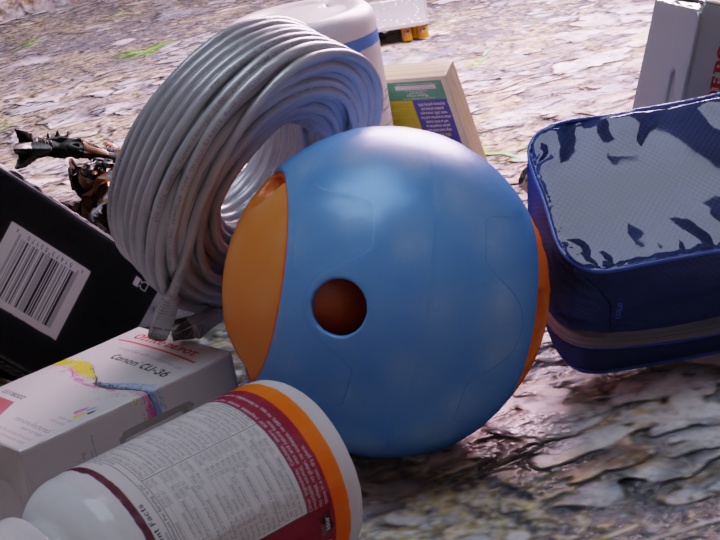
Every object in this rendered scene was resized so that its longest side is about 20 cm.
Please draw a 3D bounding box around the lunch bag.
[{"bbox_3d":[0.210,-0.021,1.178,0.199,0.133,0.136,-9,52,-1],"label":"lunch bag"}]

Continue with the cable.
[{"bbox_3d":[-0.072,-0.068,1.157,0.069,0.201,0.200,36,45,27],"label":"cable"}]

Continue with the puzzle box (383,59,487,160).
[{"bbox_3d":[0.010,-0.124,1.622,0.199,0.133,0.025,0,42,26],"label":"puzzle box"}]

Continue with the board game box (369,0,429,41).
[{"bbox_3d":[-0.008,-0.325,2.400,0.199,0.026,0.200,-9,18,3],"label":"board game box"}]

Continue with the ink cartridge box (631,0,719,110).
[{"bbox_3d":[0.303,-0.115,1.310,0.199,0.147,0.083,7,12,-18],"label":"ink cartridge box"}]

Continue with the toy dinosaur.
[{"bbox_3d":[-0.217,-0.066,1.495,0.135,0.103,0.200,0,-1,-4],"label":"toy dinosaur"}]

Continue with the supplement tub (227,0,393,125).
[{"bbox_3d":[-0.037,-0.122,1.526,0.131,0.201,0.132,-10,18,3],"label":"supplement tub"}]

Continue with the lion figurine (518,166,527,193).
[{"bbox_3d":[0.177,-0.028,1.334,0.122,0.073,0.200,21,5,-14],"label":"lion figurine"}]

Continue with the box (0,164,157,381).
[{"bbox_3d":[-0.285,-0.006,1.289,0.200,0.196,0.118,12,71,49],"label":"box"}]

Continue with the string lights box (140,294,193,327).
[{"bbox_3d":[-0.157,-0.016,1.500,0.102,0.059,0.200,-14,18,-5],"label":"string lights box"}]

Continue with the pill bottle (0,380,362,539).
[{"bbox_3d":[-0.104,0.141,0.921,0.200,0.110,0.109,-25,23,-36],"label":"pill bottle"}]

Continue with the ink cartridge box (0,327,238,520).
[{"bbox_3d":[-0.155,0.094,1.154,0.199,0.068,0.116,-24,22,-35],"label":"ink cartridge box"}]

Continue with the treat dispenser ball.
[{"bbox_3d":[0.015,0.013,1.092,0.200,0.202,0.201,-9,18,3],"label":"treat dispenser ball"}]
